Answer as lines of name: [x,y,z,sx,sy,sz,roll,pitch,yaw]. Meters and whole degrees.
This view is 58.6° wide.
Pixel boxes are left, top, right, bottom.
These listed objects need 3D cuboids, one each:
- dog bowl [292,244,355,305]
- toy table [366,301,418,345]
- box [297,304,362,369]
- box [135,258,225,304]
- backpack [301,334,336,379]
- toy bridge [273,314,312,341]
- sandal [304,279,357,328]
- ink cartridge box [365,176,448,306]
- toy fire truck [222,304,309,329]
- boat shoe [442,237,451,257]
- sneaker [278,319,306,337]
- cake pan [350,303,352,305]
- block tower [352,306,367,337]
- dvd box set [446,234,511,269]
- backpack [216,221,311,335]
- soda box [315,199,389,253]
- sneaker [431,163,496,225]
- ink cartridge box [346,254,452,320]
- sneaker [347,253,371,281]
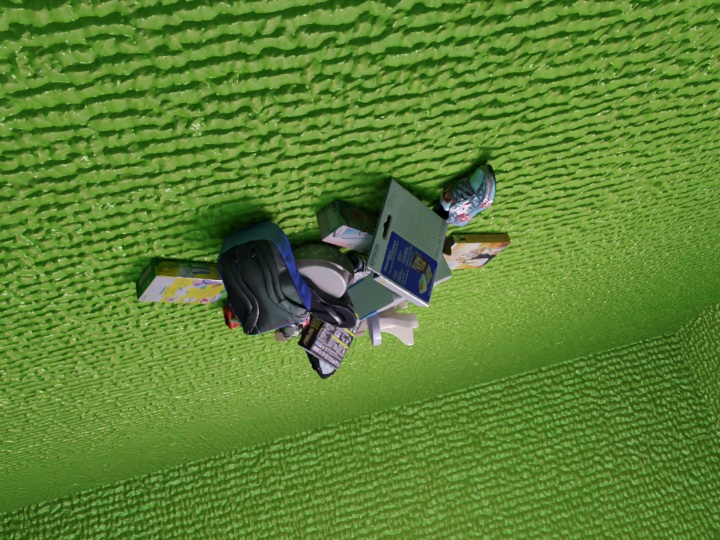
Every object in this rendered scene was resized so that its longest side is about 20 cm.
dog bowl: [-0.102,0.018,1.490,0.195,0.060,0.202,1,141,1]
toy table: [0.074,0.112,1.637,0.114,0.201,0.187,-8,120,-5]
box: [-0.074,0.158,1.684,0.044,0.162,0.200,22,168,27]
box: [-0.379,0.027,1.412,0.197,0.049,0.117,8,146,-40]
backpack: [-0.110,0.197,1.854,0.151,0.165,0.201,-26,150,1]
toy bridge: [-0.154,0.124,1.646,0.066,0.028,0.200,-2,-159,18]
sandal: [-0.089,0.092,1.499,0.075,0.044,0.199,-30,132,33]
ink cartridge box: [0.091,-0.056,1.331,0.198,0.201,0.047,31,157,-34]
toy fire truck: [-0.236,0.112,1.590,0.198,0.050,0.140,14,-151,43]
boat shoe: [0.141,-0.072,1.524,0.198,0.073,0.064,21,144,-41]
sneaker: [-0.149,0.107,1.437,0.070,0.084,0.199,-31,-175,-21]
cake pan: [0.015,0.041,1.720,0.196,0.037,0.201,-14,157,-6]
block tower: [-0.005,0.138,1.896,0.053,0.059,0.201,-11,155,-14]
dvd box set: [0.285,-0.049,1.711,0.196,0.030,0.146,-2,152,-32]
backpack: [-0.207,0.003,1.325,0.159,0.169,0.203,-20,120,5]
soda box: [-0.004,-0.088,1.389,0.068,0.065,0.198,-31,154,31]
sneaker: [0.218,-0.154,1.375,0.094,0.081,0.201,-3,153,-24]
ink cartridge box: [0.089,0.026,1.451,0.198,0.086,0.144,-19,172,-39]
sneaker: [0.000,0.000,1.574,0.196,0.078,0.086,-11,152,-14]
